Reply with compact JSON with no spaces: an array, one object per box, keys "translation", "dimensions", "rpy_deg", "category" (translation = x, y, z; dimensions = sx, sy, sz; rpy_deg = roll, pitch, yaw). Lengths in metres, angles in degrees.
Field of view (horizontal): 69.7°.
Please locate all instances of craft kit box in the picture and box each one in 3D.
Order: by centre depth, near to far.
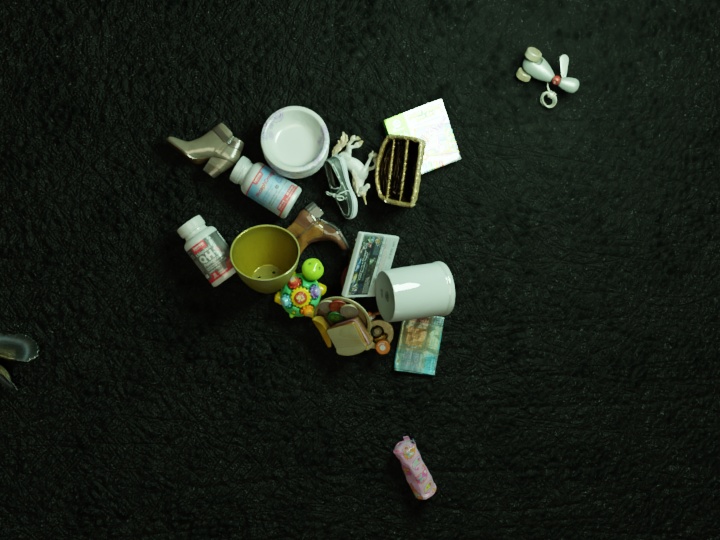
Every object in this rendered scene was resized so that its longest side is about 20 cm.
[{"translation":[0.193,-0.408,1.623],"dimensions":[0.198,0.049,0.199],"rpy_deg":[-22,96,-4],"category":"craft kit box"}]

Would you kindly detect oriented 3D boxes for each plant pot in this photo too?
[{"translation":[-0.279,-0.013,1.533],"dimensions":[0.197,0.143,0.202],"rpy_deg":[3,54,-4],"category":"plant pot"}]

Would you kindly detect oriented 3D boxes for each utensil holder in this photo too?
[{"translation":[0.165,0.068,1.587],"dimensions":[0.198,0.170,0.172],"rpy_deg":[-7,98,-20],"category":"utensil holder"}]

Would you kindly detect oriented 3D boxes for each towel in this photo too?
[{"translation":[0.193,0.242,1.707],"dimensions":[0.145,0.022,0.202],"rpy_deg":[9,95,-9],"category":"towel"}]

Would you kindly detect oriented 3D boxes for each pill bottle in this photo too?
[{"translation":[-0.454,-0.061,1.546],"dimensions":[0.110,0.111,0.201],"rpy_deg":[-36,100,-2],"category":"pill bottle"},{"translation":[-0.285,-0.252,1.547],"dimensions":[0.199,0.109,0.109],"rpy_deg":[32,92,-10],"category":"pill bottle"}]

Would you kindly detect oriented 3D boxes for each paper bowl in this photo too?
[{"translation":[-0.193,-0.373,1.534],"dimensions":[0.198,0.104,0.203],"rpy_deg":[1,82,-5],"category":"paper bowl"}]

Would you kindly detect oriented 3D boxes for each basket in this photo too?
[{"translation":[0.111,-0.300,1.534],"dimensions":[0.141,0.149,0.202],"rpy_deg":[10,105,8],"category":"basket"}]

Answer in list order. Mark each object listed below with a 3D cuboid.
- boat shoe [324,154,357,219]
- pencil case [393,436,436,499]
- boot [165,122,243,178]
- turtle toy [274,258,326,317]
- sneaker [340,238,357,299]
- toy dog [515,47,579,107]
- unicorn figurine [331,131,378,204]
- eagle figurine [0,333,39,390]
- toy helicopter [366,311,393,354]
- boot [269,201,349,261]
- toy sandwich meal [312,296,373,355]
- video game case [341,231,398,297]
[{"translation":[-0.064,-0.245,1.570],"dimensions":[0.068,0.073,0.201],"rpy_deg":[-35,125,-43],"category":"boat shoe"},{"translation":[0.181,0.660,1.724],"dimensions":[0.087,0.087,0.202],"rpy_deg":[-26,98,-3],"category":"pencil case"},{"translation":[-0.454,-0.378,1.539],"dimensions":[0.199,0.070,0.147],"rpy_deg":[37,85,-11],"category":"boot"},{"translation":[-0.176,0.056,1.599],"dimensions":[0.144,0.101,0.202],"rpy_deg":[23,93,-9],"category":"turtle toy"},{"translation":[0.000,0.000,1.625],"dimensions":[0.082,0.078,0.202],"rpy_deg":[1,115,-40],"category":"sneaker"},{"translation":[0.586,-0.626,1.623],"dimensions":[0.200,0.132,0.097],"rpy_deg":[39,52,-14],"category":"toy dog"},{"translation":[-0.007,-0.321,1.599],"dimensions":[0.200,0.074,0.138],"rpy_deg":[42,100,5],"category":"unicorn figurine"},{"translation":[-1.079,0.254,1.515],"dimensions":[0.151,0.152,0.199],"rpy_deg":[-28,139,36],"category":"eagle figurine"},{"translation":[0.008,0.189,1.655],"dimensions":[0.197,0.079,0.134],"rpy_deg":[2,103,5],"category":"toy helicopter"},{"translation":[-0.158,-0.081,1.605],"dimensions":[0.200,0.068,0.188],"rpy_deg":[-44,104,2],"category":"boot"},{"translation":[-0.058,0.172,1.577],"dimensions":[0.203,0.071,0.207],"rpy_deg":[8,127,10],"category":"toy sandwich meal"},{"translation":[0.032,-0.015,1.589],"dimensions":[0.181,0.023,0.202],"rpy_deg":[1,109,-50],"category":"video game case"}]
